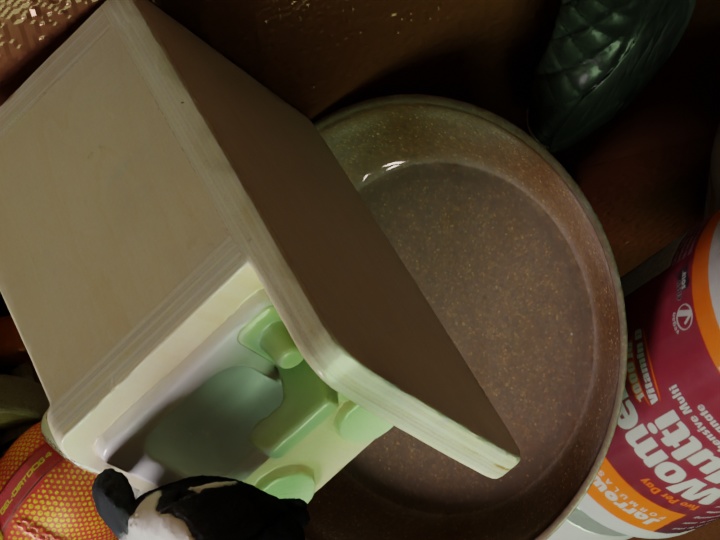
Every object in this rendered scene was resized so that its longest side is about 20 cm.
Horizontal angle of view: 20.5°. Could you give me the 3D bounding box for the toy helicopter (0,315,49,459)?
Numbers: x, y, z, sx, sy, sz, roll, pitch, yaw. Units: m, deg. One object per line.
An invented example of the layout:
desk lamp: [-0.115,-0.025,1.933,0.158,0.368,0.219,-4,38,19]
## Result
toy helicopter: [-0.213,0.093,0.921,0.131,0.080,0.200,-6,159,-29]

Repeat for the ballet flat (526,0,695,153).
ballet flat: [0.098,-0.113,0.786,0.066,0.057,0.201,-35,160,-24]

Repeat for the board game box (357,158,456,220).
board game box: [0.000,0.000,0.920,0.199,0.030,0.095,-34,144,21]

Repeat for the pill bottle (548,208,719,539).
pill bottle: [0.139,0.049,0.839,0.109,0.111,0.200,4,155,-29]

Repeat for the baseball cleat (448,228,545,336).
baseball cleat: [0.035,0.035,0.914,0.199,0.070,0.106,-27,155,35]

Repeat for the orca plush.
orca plush: [-0.041,0.116,0.710,0.071,0.105,0.201,-29,152,-23]

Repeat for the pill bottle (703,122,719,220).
pill bottle: [0.211,-0.020,0.905,0.108,0.110,0.201,-14,148,-3]

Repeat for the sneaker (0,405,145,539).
sneaker: [-0.107,0.115,0.809,0.077,0.073,0.200,-46,150,-7]

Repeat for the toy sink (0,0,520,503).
toy sink: [-0.052,0.018,0.741,0.112,0.201,0.130,-42,143,13]

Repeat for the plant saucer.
plant saucer: [0.026,0.029,0.829,0.200,0.202,0.037,-35,164,27]
